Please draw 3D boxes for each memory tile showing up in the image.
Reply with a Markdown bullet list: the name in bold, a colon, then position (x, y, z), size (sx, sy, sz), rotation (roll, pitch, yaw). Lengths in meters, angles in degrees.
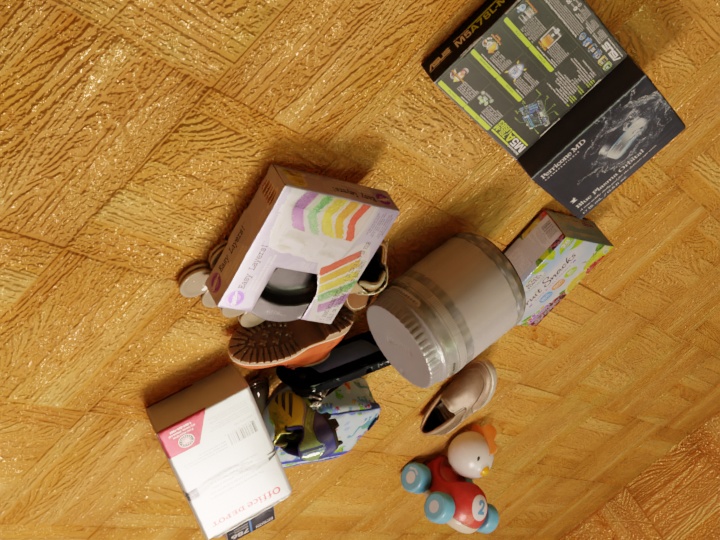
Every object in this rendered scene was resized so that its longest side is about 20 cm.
- **memory tile**: position (-0.136, 0.002, 1.483), size (0.153, 0.017, 0.200), rotation (-39, 150, 8)

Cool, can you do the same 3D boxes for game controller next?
- **game controller**: position (-0.027, 0.135, 1.715), size (0.198, 0.104, 0.043), rotation (-18, 120, -26)

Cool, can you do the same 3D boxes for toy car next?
- **toy car**: position (0.220, 0.407, 2.317), size (0.183, 0.177, 0.201), rotation (22, 108, -43)

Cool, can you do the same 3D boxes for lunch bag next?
- **lunch bag**: position (-0.075, 0.250, 1.852), size (0.198, 0.083, 0.161), rotation (0, 139, -44)

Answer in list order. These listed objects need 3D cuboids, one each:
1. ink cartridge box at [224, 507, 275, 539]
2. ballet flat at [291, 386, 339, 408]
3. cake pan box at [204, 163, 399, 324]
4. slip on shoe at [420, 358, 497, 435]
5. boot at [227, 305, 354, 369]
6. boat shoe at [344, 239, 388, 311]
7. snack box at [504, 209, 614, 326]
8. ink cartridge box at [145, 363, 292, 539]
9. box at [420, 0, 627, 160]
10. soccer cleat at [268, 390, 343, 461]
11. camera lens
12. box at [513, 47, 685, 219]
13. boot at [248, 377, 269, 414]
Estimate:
- **ink cartridge box**: position (-0.203, 0.425, 2.024), size (0.099, 0.039, 0.201), rotation (-26, 151, -17)
- **ballet flat**: position (-0.023, 0.161, 1.779), size (0.199, 0.046, 0.068), rotation (-27, 149, -38)
- **cake pan box**: position (-0.074, -0.026, 1.416), size (0.183, 0.053, 0.201), rotation (13, 122, -37)
- **slip on shoe**: position (0.177, 0.238, 2.101), size (0.060, 0.076, 0.200), rotation (-11, 152, -45)
- **boot**: position (-0.107, 0.111, 1.623), size (0.198, 0.075, 0.108), rotation (-14, 150, -34)
- **boat shoe**: position (0.000, 0.000, 1.559), size (0.075, 0.074, 0.201), rotation (-25, 150, -16)
- **snack box**: position (0.293, 0.001, 1.868), size (0.168, 0.068, 0.200), rotation (8, 130, -51)
- **ink cartridge box**: position (-0.201, 0.261, 1.640), size (0.144, 0.083, 0.202), rotation (-26, 119, -14)
- **box**: position (0.201, -0.254, 1.378), size (0.193, 0.048, 0.199), rotation (-42, 137, 16)
- **soccer cleat**: position (-0.100, 0.224, 1.656), size (0.083, 0.200, 0.066), rotation (-20, 108, -24)
- **camera lens**: position (0.128, 0.054, 1.655), size (0.199, 0.160, 0.161), rotation (-35, 153, -21)
- **box**: position (0.306, -0.196, 1.538), size (0.196, 0.118, 0.199), rotation (-42, 149, 15)
- **boot**: position (-0.165, 0.254, 1.743), size (0.074, 0.097, 0.201), rotation (-10, 143, -35)
